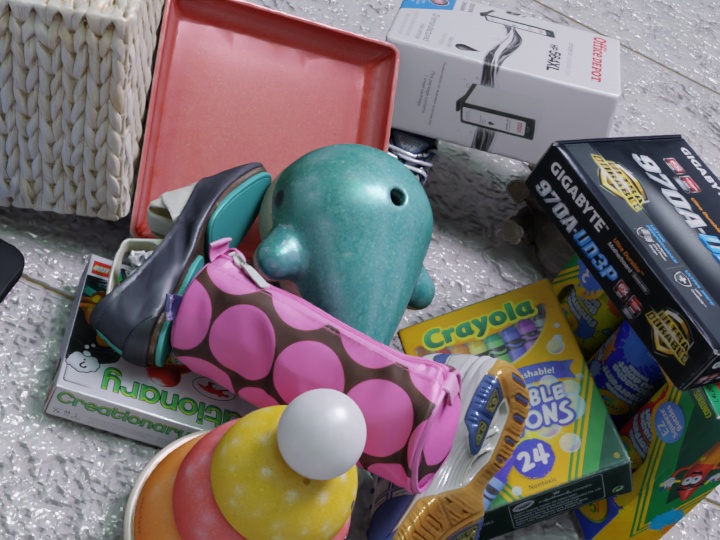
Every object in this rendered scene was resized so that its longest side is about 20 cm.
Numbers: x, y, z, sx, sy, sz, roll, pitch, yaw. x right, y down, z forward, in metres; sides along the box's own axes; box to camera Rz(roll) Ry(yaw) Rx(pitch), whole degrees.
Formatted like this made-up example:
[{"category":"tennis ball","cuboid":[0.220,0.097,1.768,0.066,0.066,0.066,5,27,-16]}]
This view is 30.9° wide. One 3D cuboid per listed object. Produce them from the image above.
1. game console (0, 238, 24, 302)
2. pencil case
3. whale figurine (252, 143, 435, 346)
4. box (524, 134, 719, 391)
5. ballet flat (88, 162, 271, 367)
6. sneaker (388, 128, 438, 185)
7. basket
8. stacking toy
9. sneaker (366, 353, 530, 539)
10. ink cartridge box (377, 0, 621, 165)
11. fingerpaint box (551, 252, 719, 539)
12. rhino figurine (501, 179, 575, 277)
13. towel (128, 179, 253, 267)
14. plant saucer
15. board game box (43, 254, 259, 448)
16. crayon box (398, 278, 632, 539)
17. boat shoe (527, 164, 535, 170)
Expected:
[{"category":"game console","cuboid":[-0.326,-0.034,0.829,0.200,0.117,0.176,30,40,-3]},{"category":"pencil case","cuboid":[-0.026,0.059,0.840,0.200,0.094,0.091,26,21,16]},{"category":"whale figurine","cuboid":[0.000,0.000,0.943,0.159,0.104,0.201,14,59,-34]},{"category":"box","cuboid":[0.234,-0.013,0.952,0.159,0.046,0.200,-7,53,-40]},{"category":"ballet flat","cuboid":[-0.129,-0.018,0.914,0.073,0.073,0.200,30,49,-2]},{"category":"sneaker","cuboid":[0.024,-0.085,1.124,0.077,0.085,0.200,26,41,-6]},{"category":"basket","cuboid":[-0.229,-0.172,0.940,0.160,0.200,0.199,8,44,-4]},{"category":"stacking toy","cuboid":[-0.048,0.129,0.762,0.146,0.200,0.147,12,57,-19]},{"category":"sneaker","cuboid":[0.040,0.147,0.893,0.200,0.088,0.075,-59,134,-21]},{"category":"ink cartridge box","cuboid":[0.121,-0.166,1.131,0.199,0.085,0.146,14,30,3]},{"category":"fingerpaint box","cuboid":[0.208,0.083,1.005,0.073,0.167,0.200,7,46,-30]},{"category":"rhino figurine","cuboid":[0.205,0.001,1.166,0.200,0.060,0.087,49,20,18]},{"category":"towel","cuboid":[-0.136,-0.078,1.060,0.146,0.030,0.200,-23,64,-43]},{"category":"plant saucer","cuboid":[-0.075,-0.101,1.016,0.199,0.037,0.200,11,81,-25]},{"category":"board game box","cuboid":[-0.110,0.072,0.918,0.199,0.035,0.127,19,42,-15]},{"category":"crayon box","cuboid":[0.108,0.090,0.978,0.125,0.052,0.200,-20,52,1]},{"category":"boat shoe","cuboid":[0.204,-0.095,1.189,0.071,0.065,0.200,36,8,-15]}]
